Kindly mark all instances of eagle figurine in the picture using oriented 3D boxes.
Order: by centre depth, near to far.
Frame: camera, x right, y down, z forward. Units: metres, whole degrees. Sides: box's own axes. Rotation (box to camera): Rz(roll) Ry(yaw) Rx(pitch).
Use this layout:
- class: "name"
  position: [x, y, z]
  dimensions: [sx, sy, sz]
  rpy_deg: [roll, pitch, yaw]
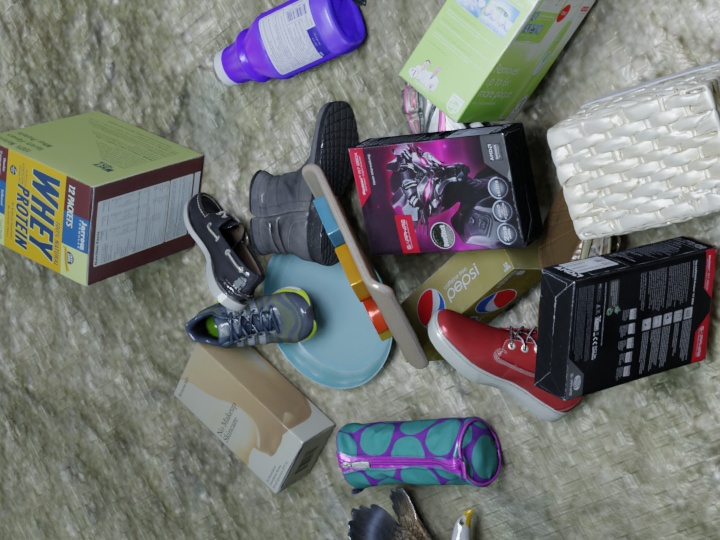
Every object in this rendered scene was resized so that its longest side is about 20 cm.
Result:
- class: "eagle figurine"
  position: [0.090, 0.346, 1.733]
  dimensions: [0.199, 0.151, 0.152]
  rpy_deg: [16, 144, 19]

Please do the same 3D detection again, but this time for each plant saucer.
- class: "plant saucer"
  position: [-0.035, 0.047, 1.795]
  dimensions: [0.200, 0.027, 0.201]
  rpy_deg: [13, 112, 34]

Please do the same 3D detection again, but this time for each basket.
- class: "basket"
  position: [0.298, -0.117, 1.425]
  dimensions: [0.200, 0.123, 0.136]
  rpy_deg: [-14, 97, 38]

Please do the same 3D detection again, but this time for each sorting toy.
- class: "sorting toy"
  position: [0.000, 0.000, 1.603]
  dimensions: [0.036, 0.185, 0.200]
  rpy_deg: [-30, 55, -1]

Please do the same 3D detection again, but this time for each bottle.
- class: "bottle"
  position: [-0.088, -0.267, 1.706]
  dimensions: [0.200, 0.065, 0.084]
  rpy_deg: [-18, 97, 40]

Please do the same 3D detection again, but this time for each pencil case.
- class: "pencil case"
  position: [0.066, 0.219, 1.733]
  dimensions: [0.199, 0.092, 0.085]
  rpy_deg: [-8, 99, 38]

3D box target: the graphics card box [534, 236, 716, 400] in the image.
- class: "graphics card box"
  position: [0.264, 0.045, 1.447]
  dimensions: [0.051, 0.199, 0.126]
  rpy_deg: [26, 121, 49]

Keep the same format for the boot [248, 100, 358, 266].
- class: "boot"
  position: [-0.078, -0.108, 1.737]
  dimensions: [0.131, 0.070, 0.201]
  rpy_deg: [13, 98, 38]

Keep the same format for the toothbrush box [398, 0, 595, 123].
- class: "toothbrush box"
  position: [0.150, -0.251, 1.457]
  dimensions: [0.086, 0.145, 0.200]
  rpy_deg: [41, 113, 19]

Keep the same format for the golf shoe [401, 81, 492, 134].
- class: "golf shoe"
  position: [0.109, -0.125, 1.599]
  dimensions: [0.092, 0.073, 0.201]
  rpy_deg: [-9, 99, 37]

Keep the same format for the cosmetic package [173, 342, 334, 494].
- class: "cosmetic package"
  position: [-0.140, 0.180, 1.888]
  dimensions: [0.200, 0.071, 0.105]
  rpy_deg: [40, 125, 20]

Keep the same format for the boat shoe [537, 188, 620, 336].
- class: "boat shoe"
  position: [0.229, -0.002, 1.523]
  dimensions: [0.073, 0.063, 0.201]
  rpy_deg: [-13, 61, 53]

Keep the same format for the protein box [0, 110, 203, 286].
- class: "protein box"
  position: [-0.345, -0.098, 1.869]
  dimensions: [0.198, 0.200, 0.135]
  rpy_deg: [23, 118, 29]

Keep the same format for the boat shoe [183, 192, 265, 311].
- class: "boat shoe"
  position: [-0.167, -0.037, 1.809]
  dimensions: [0.060, 0.074, 0.200]
  rpy_deg: [-47, 39, 22]

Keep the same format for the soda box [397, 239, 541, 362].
- class: "soda box"
  position: [0.120, 0.026, 1.635]
  dimensions: [0.200, 0.068, 0.064]
  rpy_deg: [-43, 59, 38]

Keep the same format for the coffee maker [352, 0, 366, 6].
- class: "coffee maker"
  position: [-0.065, -0.370, 1.578]
  dimensions: [0.135, 0.193, 0.200]
  rpy_deg: [37, 151, -30]

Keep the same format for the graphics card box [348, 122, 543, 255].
- class: "graphics card box"
  position: [0.089, -0.084, 1.549]
  dimensions: [0.199, 0.051, 0.126]
  rpy_deg: [-2, 107, 34]

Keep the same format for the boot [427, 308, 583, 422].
- class: "boot"
  position: [0.184, 0.070, 1.564]
  dimensions: [0.200, 0.073, 0.144]
  rpy_deg: [29, 129, -19]

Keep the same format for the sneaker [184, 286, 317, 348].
- class: "sneaker"
  position: [-0.135, 0.068, 1.806]
  dimensions: [0.200, 0.081, 0.074]
  rpy_deg: [-11, 98, 42]
